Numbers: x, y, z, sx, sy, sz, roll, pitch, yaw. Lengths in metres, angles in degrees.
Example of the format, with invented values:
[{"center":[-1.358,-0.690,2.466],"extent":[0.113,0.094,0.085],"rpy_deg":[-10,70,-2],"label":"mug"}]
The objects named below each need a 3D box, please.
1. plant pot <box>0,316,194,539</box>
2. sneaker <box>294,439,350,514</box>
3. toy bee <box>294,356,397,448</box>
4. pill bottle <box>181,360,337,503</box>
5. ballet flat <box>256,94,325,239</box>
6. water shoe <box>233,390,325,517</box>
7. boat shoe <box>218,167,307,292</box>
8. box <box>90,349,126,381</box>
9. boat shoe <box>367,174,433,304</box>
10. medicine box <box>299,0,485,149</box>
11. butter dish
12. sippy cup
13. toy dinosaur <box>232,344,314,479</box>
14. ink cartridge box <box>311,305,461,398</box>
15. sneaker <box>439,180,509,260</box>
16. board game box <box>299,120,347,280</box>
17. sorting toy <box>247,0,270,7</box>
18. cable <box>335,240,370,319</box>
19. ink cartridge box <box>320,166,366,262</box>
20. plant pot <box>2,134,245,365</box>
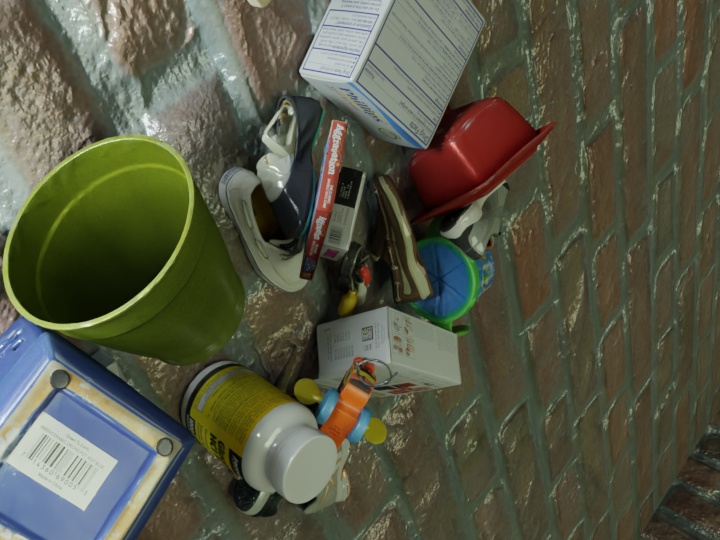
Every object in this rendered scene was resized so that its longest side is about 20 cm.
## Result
[{"center":[-0.282,0.174,0.669],"extent":[0.200,0.179,0.201],"rpy_deg":[42,65,-21],"label":"plant pot"},{"center":[-0.068,0.291,1.107],"extent":[0.091,0.075,0.203],"rpy_deg":[-24,123,-33],"label":"sneaker"},{"center":[-0.009,0.172,0.952],"extent":[0.131,0.199,0.109],"rpy_deg":[50,25,-14],"label":"toy bee"},{"center":[-0.125,0.199,0.901],"extent":[0.112,0.199,0.114],"rpy_deg":[-22,122,-39],"label":"pill bottle"},{"center":[-0.087,-0.129,0.852],"extent":[0.073,0.072,0.202],"rpy_deg":[48,39,-47],"label":"ballet flat"},{"center":[-0.107,0.261,1.057],"extent":[0.201,0.071,0.079],"rpy_deg":[-54,142,-5],"label":"water shoe"},{"center":[-0.104,-0.041,0.916],"extent":[0.071,0.069,0.201],"rpy_deg":[-45,134,-24],"label":"boat shoe"},{"center":[-0.313,0.214,0.824],"extent":[0.155,0.041,0.202],"rpy_deg":[-37,130,-30],"label":"box"},{"center":[0.046,-0.038,1.082],"extent":[0.074,0.075,0.205],"rpy_deg":[-20,110,4],"label":"boat shoe"},{"center":[0.046,-0.292,0.944],"extent":[0.181,0.102,0.202],"rpy_deg":[29,85,-50],"label":"medicine box"},{"center":[0.148,-0.186,1.076],"extent":[0.199,0.199,0.149],"rpy_deg":[-39,97,-28],"label":"butter dish"},{"center":[0.152,0.004,1.185],"extent":[0.130,0.139,0.179],"rpy_deg":[-17,140,-54],"label":"sippy cup"},{"center":[-0.113,0.206,1.004],"extent":[0.202,0.087,0.047],"rpy_deg":[-61,149,-7],"label":"toy dinosaur"},{"center":[0.028,0.132,1.107],"extent":[0.199,0.174,0.085],"rpy_deg":[24,57,-50],"label":"ink cartridge box"},{"center":[0.186,-0.080,1.126],"extent":[0.080,0.074,0.200],"rpy_deg":[52,41,-7],"label":"sneaker"},{"center":[-0.044,-0.071,0.822],"extent":[0.200,0.019,0.104],"rpy_deg":[115,-17,-68],"label":"board game box"},{"center":[-0.114,-0.416,0.738],"extent":[0.201,0.069,0.199],"rpy_deg":[-56,139,-14],"label":"sorting toy"},{"center":[0.000,0.000,1.006],"extent":[0.098,0.050,0.200],"rpy_deg":[-60,178,-21],"label":"cable"},{"center":[-0.028,-0.066,0.936],"extent":[0.200,0.037,0.096],"rpy_deg":[139,-36,-84],"label":"ink cartridge box"},{"center":[-0.214,0.004,0.744],"extent":[0.201,0.199,0.193],"rpy_deg":[-55,150,-14],"label":"plant pot"}]
